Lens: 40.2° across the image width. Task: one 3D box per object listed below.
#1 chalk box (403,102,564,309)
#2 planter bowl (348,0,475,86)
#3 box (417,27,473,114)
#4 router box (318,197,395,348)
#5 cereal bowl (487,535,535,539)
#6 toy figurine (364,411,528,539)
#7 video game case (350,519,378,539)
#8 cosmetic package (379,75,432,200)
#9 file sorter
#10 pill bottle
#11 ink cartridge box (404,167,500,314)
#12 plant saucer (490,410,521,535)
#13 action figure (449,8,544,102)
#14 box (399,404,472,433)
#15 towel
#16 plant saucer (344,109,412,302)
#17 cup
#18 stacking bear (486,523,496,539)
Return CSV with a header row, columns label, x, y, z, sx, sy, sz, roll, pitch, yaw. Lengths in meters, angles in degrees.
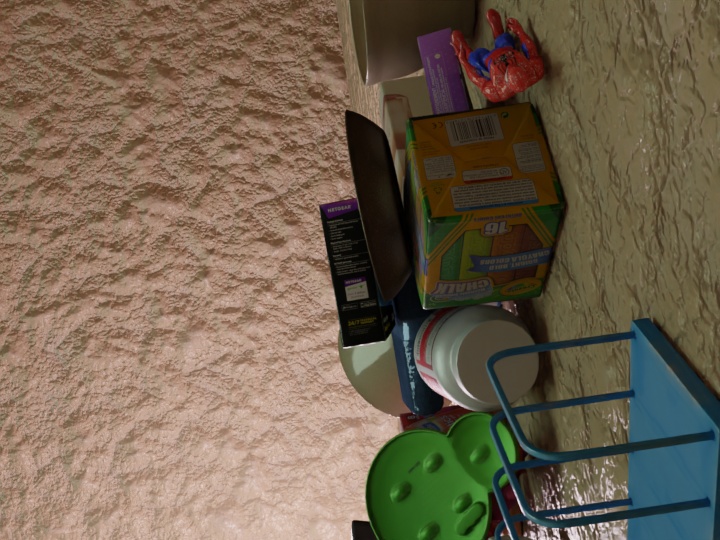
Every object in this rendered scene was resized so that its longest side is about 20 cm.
label,x,y,z,sx,sy,sz,roll,pitch,yaw
chalk box,0.111,-0.045,0.950,0.200,0.124,0.124,86,176,-57
planter bowl,0.058,-0.322,1.140,0.200,0.134,0.202,173,90,-87
box,0.109,-0.144,1.064,0.200,0.039,0.138,58,-159,-60
router box,0.000,0.000,1.088,0.200,0.051,0.150,-23,-76,-85
cereal bowl,0.180,0.360,0.964,0.200,0.083,0.201,173,90,-89
toy figurine,0.130,0.228,1.101,0.150,0.200,0.184,51,-157,22
video game case,0.064,0.328,1.040,0.200,0.142,0.019,-98,16,-73
cosmetic package,0.085,-0.176,1.415,0.104,0.087,0.201,85,176,-50
file sorter,0.155,0.158,0.643,0.139,0.122,0.201,-103,6,-66
pill bottle,0.126,0.092,1.064,0.200,0.112,0.113,168,94,-84
ink cartridge box,0.115,-0.025,1.247,0.145,0.084,0.201,87,173,-58
plant saucer,0.173,0.267,1.313,0.200,0.037,0.201,172,90,-86
action figure,0.123,-0.196,0.895,0.052,0.065,0.200,61,-173,-26
box,0.110,0.283,1.269,0.096,0.099,0.201,-104,7,-63
towel,0.066,0.073,1.216,0.112,0.048,0.201,-135,36,-81
plant saucer,0.023,-0.069,1.005,0.200,0.036,0.202,-11,-90,-85
cup,0.086,0.088,1.358,0.143,0.199,0.201,131,136,-54
stacking bear,0.102,0.391,1.208,0.114,0.121,0.201,-76,-6,-55
